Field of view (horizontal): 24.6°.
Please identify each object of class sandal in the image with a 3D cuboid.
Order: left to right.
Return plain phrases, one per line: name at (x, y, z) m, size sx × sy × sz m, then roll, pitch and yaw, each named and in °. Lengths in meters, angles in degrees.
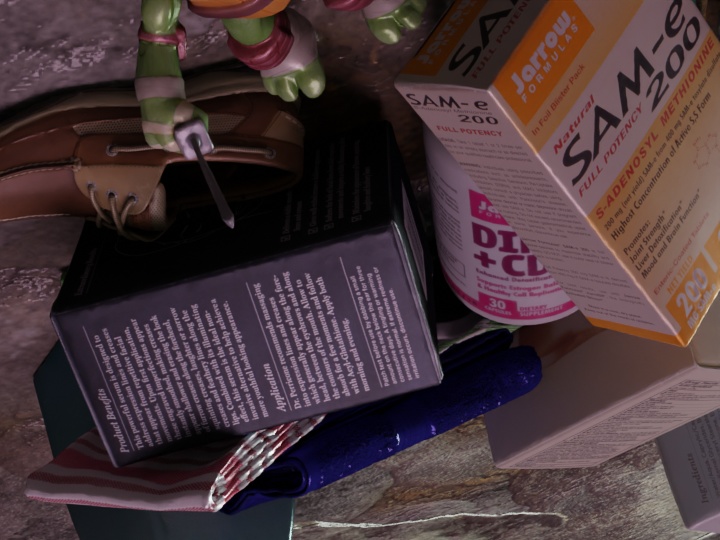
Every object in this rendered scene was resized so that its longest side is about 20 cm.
sandal at (0.064, 0.004, 1.106) m, size 0.074 × 0.046 × 0.200 m, roll 2°, pitch -169°, yaw 14°

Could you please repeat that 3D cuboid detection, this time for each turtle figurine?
turtle figurine at (-0.029, -0.104, 0.770) m, size 0.145 × 0.199 × 0.194 m, roll -63°, pitch 163°, yaw 11°

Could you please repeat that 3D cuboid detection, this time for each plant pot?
plant pot at (-0.129, 0.136, 1.158) m, size 0.140 × 0.202 × 0.141 m, roll 2°, pitch 150°, yaw -32°

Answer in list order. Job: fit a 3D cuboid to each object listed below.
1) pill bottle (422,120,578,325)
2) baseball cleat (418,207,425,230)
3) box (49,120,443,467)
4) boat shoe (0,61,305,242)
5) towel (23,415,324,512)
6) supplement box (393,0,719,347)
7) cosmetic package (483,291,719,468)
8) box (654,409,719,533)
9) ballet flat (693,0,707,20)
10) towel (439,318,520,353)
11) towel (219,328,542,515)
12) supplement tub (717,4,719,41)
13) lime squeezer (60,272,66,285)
pill bottle at (0.094, -0.066, 0.969) m, size 0.112 × 0.114 × 0.201 m, roll -15°, pitch 145°, yaw -2°
baseball cleat at (0.000, 0.000, 1.110) m, size 0.105 × 0.070 × 0.200 m, roll -18°, pitch 155°, yaw 6°
box at (-0.061, 0.011, 0.960) m, size 0.198 × 0.149 × 0.108 m, roll -14°, pitch 116°, yaw 8°
boat shoe at (-0.125, -0.058, 0.919) m, size 0.198 × 0.074 × 0.076 m, roll -15°, pitch 154°, yaw -1°
towel at (-0.093, 0.086, 0.999) m, size 0.145 × 0.030 × 0.200 m, roll -4°, pitch -159°, yaw 34°
supplement box at (0.124, -0.073, 0.830) m, size 0.073 × 0.127 × 0.200 m, roll 14°, pitch 154°, yaw 52°
cosmetic package at (0.177, 0.061, 1.098) m, size 0.103 × 0.088 × 0.200 m, roll 6°, pitch 154°, yaw -37°
box at (0.349, 0.097, 1.349) m, size 0.171 × 0.202 × 0.198 m, roll -30°, pitch 152°, yaw 33°
ballet flat at (0.148, -0.178, 0.844) m, size 0.070 × 0.071 × 0.201 m, roll -15°, pitch 151°, yaw -1°
towel at (0.062, 0.059, 1.190) m, size 0.199 × 0.024 × 0.152 m, roll -12°, pitch 163°, yaw -49°
towel at (0.007, 0.096, 1.074) m, size 0.199 × 0.050 × 0.147 m, roll -21°, pitch 177°, yaw -31°
supplement tub at (0.273, -0.121, 0.962) m, size 0.121 × 0.124 × 0.200 m, roll -19°, pitch 155°, yaw 8°
lime squeezer at (-0.097, 0.020, 1.102) m, size 0.199 × 0.038 × 0.070 m, roll 22°, pitch 153°, yaw -25°
